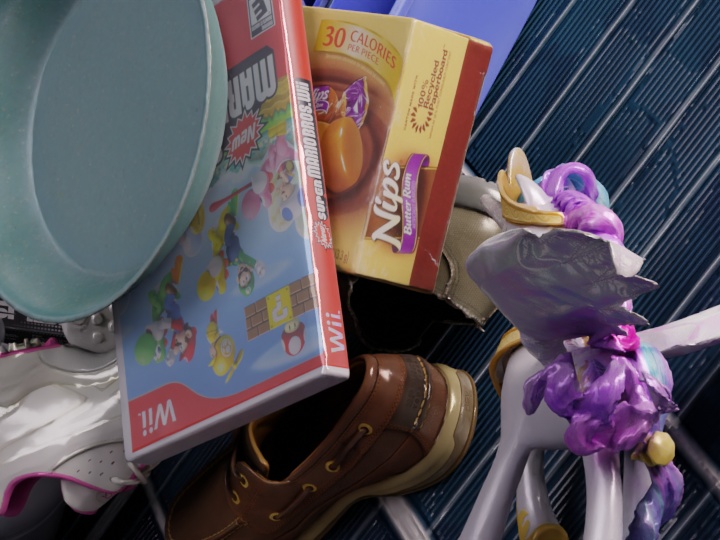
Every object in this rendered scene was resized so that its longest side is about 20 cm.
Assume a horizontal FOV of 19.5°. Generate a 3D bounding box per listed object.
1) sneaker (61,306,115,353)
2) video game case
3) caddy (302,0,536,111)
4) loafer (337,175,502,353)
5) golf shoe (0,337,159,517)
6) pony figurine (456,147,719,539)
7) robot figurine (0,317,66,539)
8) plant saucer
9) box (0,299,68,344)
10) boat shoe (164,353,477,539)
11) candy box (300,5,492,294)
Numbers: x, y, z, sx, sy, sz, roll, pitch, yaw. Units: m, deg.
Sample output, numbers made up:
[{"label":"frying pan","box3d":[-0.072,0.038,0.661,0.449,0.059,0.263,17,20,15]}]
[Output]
[{"label":"sneaker","box3d":[-0.133,-0.035,1.243,0.080,0.076,0.201,-26,42,58]},{"label":"video game case","box3d":[-0.069,-0.026,0.964,0.143,0.017,0.201,-26,64,41]},{"label":"caddy","box3d":[0.006,-0.143,1.083,0.141,0.105,0.201,28,91,58]},{"label":"loafer","box3d":[0.000,0.000,1.018,0.200,0.075,0.070,-9,56,51]},{"label":"golf shoe","box3d":[-0.109,0.071,1.039,0.199,0.075,0.092,-11,81,14]},{"label":"pony figurine","box3d":[0.094,0.044,0.815,0.193,0.166,0.201,-5,78,61]},{"label":"robot figurine","box3d":[-0.216,0.109,1.165,0.200,0.112,0.170,118,151,-62]},{"label":"plant saucer","box3d":[-0.122,-0.073,0.989,0.200,0.036,0.201,-10,76,46]},{"label":"box","box3d":[-0.256,-0.021,1.274,0.044,0.199,0.161,113,160,-47]},{"label":"boat shoe","box3d":[-0.034,0.088,1.008,0.200,0.067,0.072,-31,44,39]},{"label":"candy box","box3d":[-0.035,-0.065,0.992,0.200,0.056,0.117,15,91,47]}]
